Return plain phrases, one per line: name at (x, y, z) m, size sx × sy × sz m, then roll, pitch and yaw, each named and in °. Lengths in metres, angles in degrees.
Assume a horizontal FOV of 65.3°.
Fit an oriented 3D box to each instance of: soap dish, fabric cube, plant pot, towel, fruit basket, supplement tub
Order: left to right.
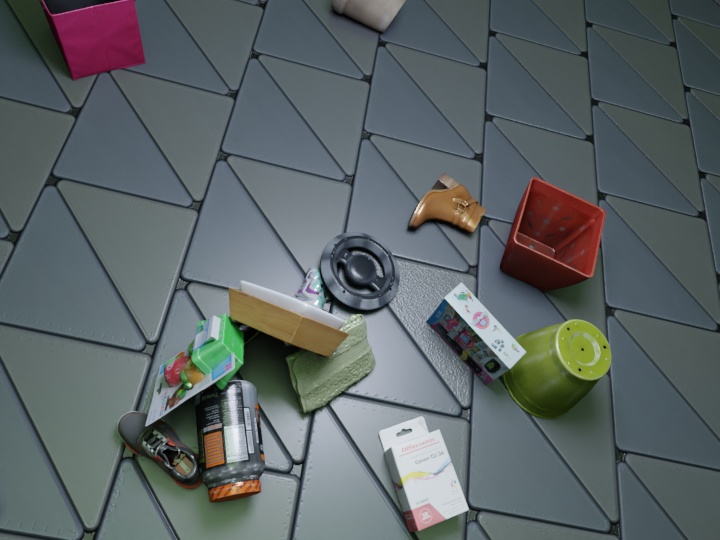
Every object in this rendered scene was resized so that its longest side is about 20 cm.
fabric cube at (-0.671, -0.635, 1.388) m, size 0.197 × 0.200 × 0.198 m, roll -24°, pitch 72°, yaw -22°
fruit basket at (-0.315, 0.174, 1.052) m, size 0.198 × 0.095 × 0.186 m, roll -28°, pitch 28°, yaw 5°
supplement tub at (-0.246, 0.322, 1.063) m, size 0.120 × 0.123 × 0.204 m, roll -5°, pitch 66°, yaw -15°
soap dish at (-0.142, 0.094, 1.077) m, size 0.197 × 0.157 × 0.083 m, roll 17°, pitch 82°, yaw 35°
towel at (-0.056, 0.194, 1.169) m, size 0.198 × 0.151 × 0.036 m, roll -30°, pitch 30°, yaw -27°
plant pot at (0.037, -0.807, 1.650) m, size 0.172 × 0.200 × 0.202 m, roll 34°, pitch 61°, yaw -12°
plant pot at (0.449, -0.067, 1.376) m, size 0.197 × 0.177 × 0.202 m, roll 25°, pitch 62°, yaw 0°
plant pot at (0.440, 0.202, 1.235) m, size 0.196 × 0.194 × 0.204 m, roll 5°, pitch 63°, yaw -9°

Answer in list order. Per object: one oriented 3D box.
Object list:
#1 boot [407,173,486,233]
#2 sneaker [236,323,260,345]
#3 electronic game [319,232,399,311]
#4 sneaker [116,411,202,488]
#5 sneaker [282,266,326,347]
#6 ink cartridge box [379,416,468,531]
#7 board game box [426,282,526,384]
boot at (0.223, -0.142, 1.423) m, size 0.154 × 0.074 × 0.200 m, roll 40°, pitch 65°, yaw 4°
sneaker at (-0.279, 0.141, 1.165) m, size 0.071 × 0.083 × 0.200 m, roll 40°, pitch 63°, yaw 9°
electronic game at (0.000, 0.000, 1.319) m, size 0.196 × 0.042 × 0.204 m, roll 9°, pitch 60°, yaw -17°
sneaker at (-0.373, 0.326, 1.055) m, size 0.198 × 0.082 × 0.078 m, roll 33°, pitch 62°, yaw 4°
sneaker at (-0.146, 0.079, 1.232) m, size 0.137 × 0.079 × 0.202 m, roll -11°, pitch 45°, yaw 3°
ink cartridge box at (0.123, 0.403, 1.137) m, size 0.114 × 0.068 × 0.203 m, roll -13°, pitch 68°, yaw -18°
board game box at (0.252, 0.144, 1.247) m, size 0.064 × 0.148 × 0.200 m, roll -37°, pitch 76°, yaw -23°
